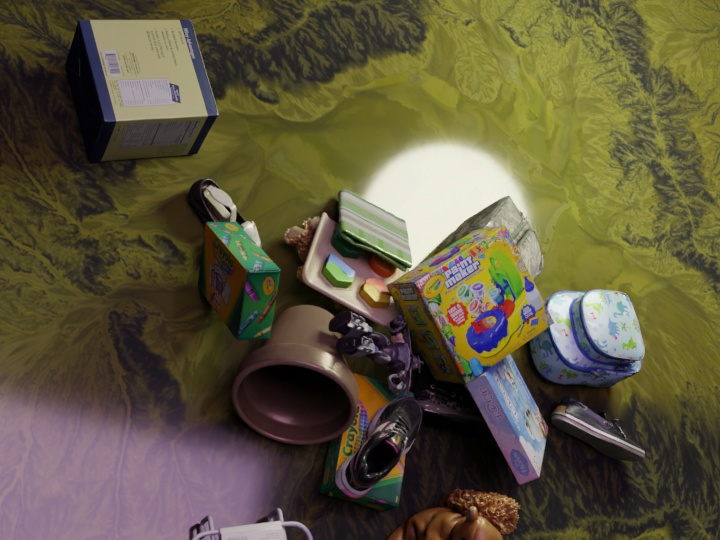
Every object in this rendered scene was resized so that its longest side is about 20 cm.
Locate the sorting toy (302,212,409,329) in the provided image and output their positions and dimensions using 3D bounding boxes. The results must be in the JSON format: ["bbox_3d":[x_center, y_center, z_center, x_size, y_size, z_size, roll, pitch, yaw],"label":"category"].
[{"bbox_3d":[0.000,0.000,1.746,0.199,0.036,0.186,33,37,-14],"label":"sorting toy"}]

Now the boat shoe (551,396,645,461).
[{"bbox_3d":[0.453,0.300,1.895,0.199,0.075,0.062,29,63,-6],"label":"boat shoe"}]

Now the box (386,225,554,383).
[{"bbox_3d":[0.186,0.057,1.713,0.199,0.122,0.193,-32,99,-20],"label":"box"}]

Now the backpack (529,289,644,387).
[{"bbox_3d":[0.432,0.122,1.925,0.199,0.147,0.184,3,63,-23],"label":"backpack"}]

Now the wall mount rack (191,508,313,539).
[{"bbox_3d":[-0.167,0.450,1.503,0.199,0.075,0.175,1,62,-27],"label":"wall mount rack"}]

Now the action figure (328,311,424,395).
[{"bbox_3d":[0.039,0.130,1.625,0.200,0.069,0.131,26,45,-43],"label":"action figure"}]

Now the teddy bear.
[{"bbox_3d":[-0.054,-0.009,1.793,0.200,0.067,0.145,40,39,-2],"label":"teddy bear"}]

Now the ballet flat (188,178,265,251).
[{"bbox_3d":[-0.223,-0.077,1.729,0.200,0.068,0.068,49,54,1],"label":"ballet flat"}]

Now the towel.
[{"bbox_3d":[0.022,-0.072,1.815,0.149,0.031,0.200,27,22,-12],"label":"towel"}]

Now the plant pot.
[{"bbox_3d":[-0.097,0.155,1.630,0.199,0.201,0.175,25,39,-15],"label":"plant pot"}]

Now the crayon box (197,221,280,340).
[{"bbox_3d":[-0.197,0.013,1.607,0.058,0.119,0.200,-2,25,-28],"label":"crayon box"}]

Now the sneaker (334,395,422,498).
[{"bbox_3d":[0.047,0.278,1.595,0.080,0.086,0.200,41,54,-6],"label":"sneaker"}]

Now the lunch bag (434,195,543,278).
[{"bbox_3d":[0.258,-0.024,1.895,0.168,0.139,0.200,56,33,-7],"label":"lunch bag"}]

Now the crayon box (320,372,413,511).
[{"bbox_3d":[0.013,0.285,1.672,0.118,0.058,0.201,21,59,-18],"label":"crayon box"}]

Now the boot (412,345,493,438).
[{"bbox_3d":[0.181,0.210,1.798,0.203,0.073,0.155,17,57,-21],"label":"boot"}]

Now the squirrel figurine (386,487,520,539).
[{"bbox_3d":[0.169,0.418,1.618,0.142,0.187,0.200,46,54,0],"label":"squirrel figurine"}]

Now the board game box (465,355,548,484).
[{"bbox_3d":[0.260,0.238,1.753,0.201,0.043,0.199,62,22,-8],"label":"board game box"}]

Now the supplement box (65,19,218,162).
[{"bbox_3d":[-0.377,-0.310,1.723,0.199,0.134,0.201,-8,70,-30],"label":"supplement box"}]
